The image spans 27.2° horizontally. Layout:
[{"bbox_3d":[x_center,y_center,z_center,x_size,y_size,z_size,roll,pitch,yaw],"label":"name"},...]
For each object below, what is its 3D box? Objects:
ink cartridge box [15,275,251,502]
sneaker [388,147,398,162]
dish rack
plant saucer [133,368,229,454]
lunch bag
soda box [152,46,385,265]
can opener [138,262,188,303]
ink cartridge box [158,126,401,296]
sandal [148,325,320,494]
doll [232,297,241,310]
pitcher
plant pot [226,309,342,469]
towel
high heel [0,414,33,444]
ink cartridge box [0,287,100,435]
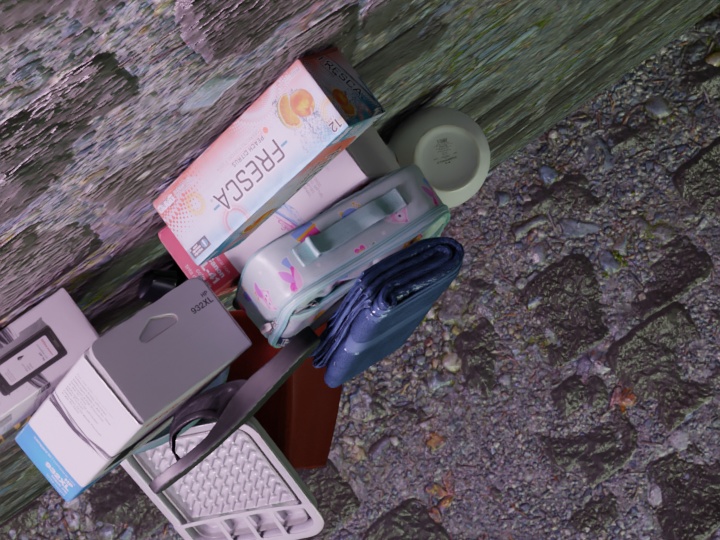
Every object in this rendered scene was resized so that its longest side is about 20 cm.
[{"bbox_3d":[-0.207,0.109,1.346,0.145,0.084,0.200,-36,175,-40],"label":"ink cartridge box"},{"bbox_3d":[-0.020,-0.108,1.611,0.071,0.112,0.200,-47,-156,23],"label":"sneaker"},{"bbox_3d":[-0.144,0.217,1.572,0.171,0.200,0.044,-13,-138,24],"label":"dish rack"},{"bbox_3d":[-0.225,0.124,1.538,0.199,0.027,0.200,-13,-144,9],"label":"plant saucer"},{"bbox_3d":[-0.018,-0.011,1.363,0.200,0.077,0.160,-32,173,-20],"label":"lunch bag"},{"bbox_3d":[-0.075,-0.090,1.188,0.200,0.068,0.064,-39,175,34],"label":"soda box"},{"bbox_3d":[-0.205,0.020,1.626,0.200,0.078,0.064,144,-37,-71],"label":"can opener"},{"bbox_3d":[-0.074,-0.066,1.410,0.200,0.086,0.148,-35,176,16],"label":"ink cartridge box"},{"bbox_3d":[-0.120,0.117,1.325,0.200,0.048,0.075,-45,174,-4],"label":"sandal"},{"bbox_3d":[-0.082,0.016,1.698,0.136,0.049,0.200,-26,178,-5],"label":"doll"},{"bbox_3d":[0.065,-0.128,1.801,0.171,0.122,0.200,-20,-174,-5],"label":"pitcher"},{"bbox_3d":[-0.129,0.143,1.679,0.199,0.177,0.200,-8,171,18],"label":"plant pot"},{"bbox_3d":[0.020,0.034,1.337,0.111,0.049,0.200,-29,166,-26],"label":"towel"},{"bbox_3d":[-0.388,0.162,1.541,0.200,0.071,0.143,-43,173,22],"label":"high heel"},{"bbox_3d":[-0.302,0.086,1.353,0.200,0.068,0.116,-36,177,-19],"label":"ink cartridge box"}]
